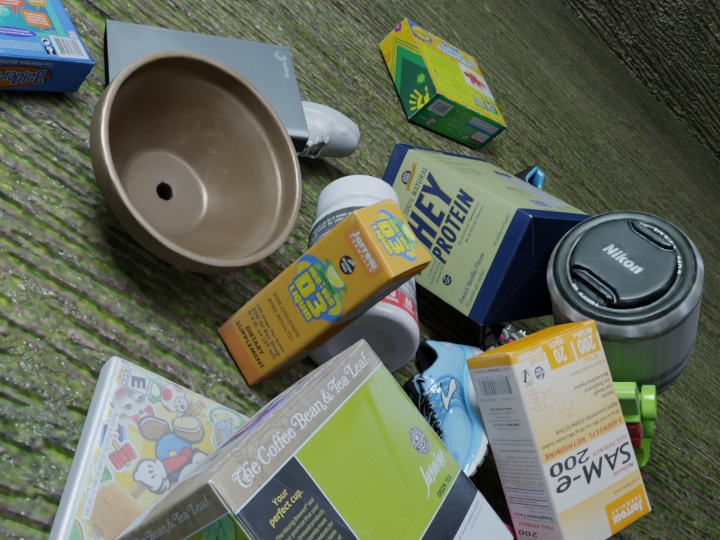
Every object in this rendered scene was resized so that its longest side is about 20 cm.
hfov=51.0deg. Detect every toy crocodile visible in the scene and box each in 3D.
[{"bbox_3d":[0.299,0.171,0.852,0.200,0.067,0.062,54,39,-57],"label":"toy crocodile"}]

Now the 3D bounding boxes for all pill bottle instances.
[{"bbox_3d":[0.000,0.000,0.792,0.114,0.114,0.201,30,40,-30],"label":"pill bottle"}]

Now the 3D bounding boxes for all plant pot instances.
[{"bbox_3d":[-0.157,-0.086,0.683,0.200,0.092,0.202,18,61,-37],"label":"plant pot"}]

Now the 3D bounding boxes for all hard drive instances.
[{"bbox_3d":[-0.161,-0.190,0.787,0.199,0.033,0.140,1,56,-25],"label":"hard drive"}]

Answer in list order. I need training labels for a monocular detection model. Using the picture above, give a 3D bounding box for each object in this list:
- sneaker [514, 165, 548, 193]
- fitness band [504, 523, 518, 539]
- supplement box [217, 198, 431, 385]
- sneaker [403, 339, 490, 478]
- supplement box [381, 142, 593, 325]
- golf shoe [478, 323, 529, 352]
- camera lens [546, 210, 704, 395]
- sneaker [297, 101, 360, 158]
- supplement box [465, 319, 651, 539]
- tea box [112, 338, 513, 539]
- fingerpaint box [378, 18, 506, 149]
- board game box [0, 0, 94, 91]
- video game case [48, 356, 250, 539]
[{"bbox_3d":[0.274,-0.092,1.237,0.073,0.082,0.201,29,41,-33],"label":"sneaker"},{"bbox_3d":[0.148,0.308,0.707,0.200,0.037,0.144,22,28,-53],"label":"fitness band"},{"bbox_3d":[-0.036,0.022,0.650,0.069,0.200,0.067,-18,73,-55],"label":"supplement box"},{"bbox_3d":[0.082,0.154,0.807,0.089,0.079,0.201,21,37,-10],"label":"sneaker"},{"bbox_3d":[0.146,-0.047,0.922,0.199,0.135,0.199,35,22,34],"label":"supplement box"},{"bbox_3d":[0.164,0.110,0.905,0.077,0.088,0.200,37,0,1],"label":"golf shoe"},{"bbox_3d":[0.300,0.043,0.862,0.200,0.159,0.161,63,15,-51],"label":"camera lens"},{"bbox_3d":[-0.081,-0.140,0.871,0.199,0.074,0.116,11,52,-32],"label":"sneaker"},{"bbox_3d":[0.198,0.164,0.753,0.125,0.073,0.201,-15,88,-32],"label":"supplement box"},{"bbox_3d":[-0.025,0.191,0.528,0.197,0.133,0.200,54,34,1],"label":"tea box"},{"bbox_3d":[0.141,-0.314,1.292,0.199,0.073,0.168,11,52,-46],"label":"fingerpaint box"},{"bbox_3d":[-0.346,-0.250,0.658,0.152,0.045,0.201,-14,71,-54],"label":"board game box"},{"bbox_3d":[-0.128,0.182,0.552,0.181,0.023,0.201,32,38,-28],"label":"video game case"}]
